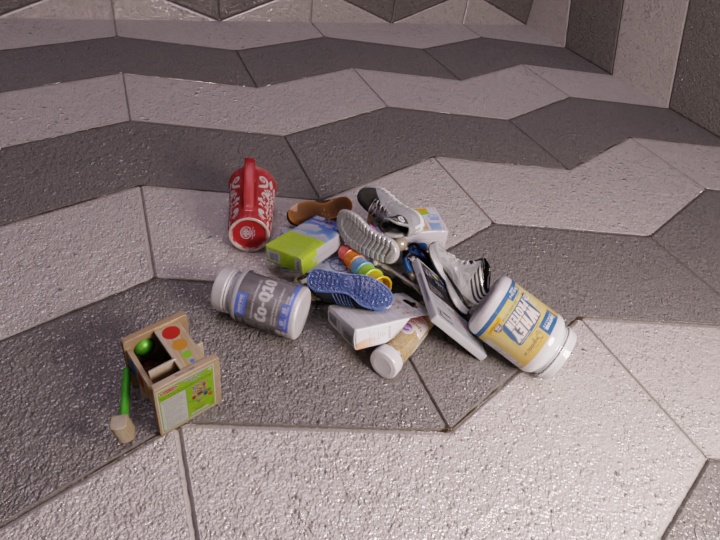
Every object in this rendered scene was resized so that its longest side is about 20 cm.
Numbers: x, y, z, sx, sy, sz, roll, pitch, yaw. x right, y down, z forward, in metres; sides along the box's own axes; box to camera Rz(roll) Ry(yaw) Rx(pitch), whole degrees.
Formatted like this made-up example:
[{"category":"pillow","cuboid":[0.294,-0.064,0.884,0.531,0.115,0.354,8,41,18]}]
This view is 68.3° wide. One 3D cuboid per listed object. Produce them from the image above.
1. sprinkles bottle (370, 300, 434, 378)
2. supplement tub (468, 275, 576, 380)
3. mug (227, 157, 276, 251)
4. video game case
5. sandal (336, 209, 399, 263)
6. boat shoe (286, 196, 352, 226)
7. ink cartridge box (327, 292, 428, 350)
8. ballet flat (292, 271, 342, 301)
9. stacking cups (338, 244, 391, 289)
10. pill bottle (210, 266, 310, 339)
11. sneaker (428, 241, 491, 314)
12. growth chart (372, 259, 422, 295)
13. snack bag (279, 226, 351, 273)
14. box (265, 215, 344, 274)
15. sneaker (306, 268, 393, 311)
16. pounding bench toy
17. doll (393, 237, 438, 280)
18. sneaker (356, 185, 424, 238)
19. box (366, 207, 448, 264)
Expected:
[{"category":"sprinkles bottle","cuboid":[0.098,0.146,1.156,0.067,0.070,0.200,27,43,20]},{"category":"supplement tub","cuboid":[0.349,0.125,1.153,0.198,0.146,0.145,36,44,7]},{"category":"mug","cuboid":[-0.294,-0.172,1.373,0.130,0.179,0.204,-19,44,12]},{"category":"video game case","cuboid":[0.197,0.087,1.189,0.199,0.023,0.185,38,26,-34]},{"category":"sandal","cuboid":[0.019,-0.078,1.282,0.201,0.084,0.049,38,32,28]},{"category":"boat shoe","cuboid":[-0.117,-0.156,1.469,0.195,0.070,0.073,-11,88,-29]},{"category":"ink cartridge box","cuboid":[0.044,0.105,1.168,0.194,0.052,0.162,-6,18,-23]},{"category":"ballet flat","cuboid":[-0.069,0.035,1.251,0.194,0.072,0.072,-3,41,-16]},{"category":"stacking cups","cuboid":[0.000,0.000,1.267,0.059,0.062,0.200,-13,31,-25]},{"category":"pill bottle","cuboid":[-0.215,0.066,1.148,0.194,0.116,0.115,16,40,8]},{"category":"sneaker","cuboid":[0.240,-0.009,1.235,0.075,0.115,0.204,25,33,-48]},{"category":"growth chart","cuboid":[0.116,0.030,1.275,0.198,0.018,0.144,35,5,30]},{"category":"snack bag","cuboid":[-0.112,-0.046,1.371,0.193,0.022,0.191,3,40,-9]},{"category":"box","cuboid":[-0.128,-0.068,1.320,0.119,0.049,0.199,19,36,28]},{"category":"sneaker","cuboid":[-0.022,0.046,1.168,0.194,0.078,0.072,17,75,7]},{"category":"pounding bench toy","cuboid":[-0.376,0.194,0.958,0.197,0.127,0.155,-26,51,-35]},{"category":"doll","cuboid":[0.161,-0.019,1.327,0.197,0.049,0.138,35,48,-2]},{"category":"sneaker","cuboid":[0.056,-0.141,1.300,0.197,0.077,0.115,29,32,20]},{"category":"box","cuboid":[0.117,-0.092,1.409,0.194,0.103,0.114,-4,42,-16]}]
